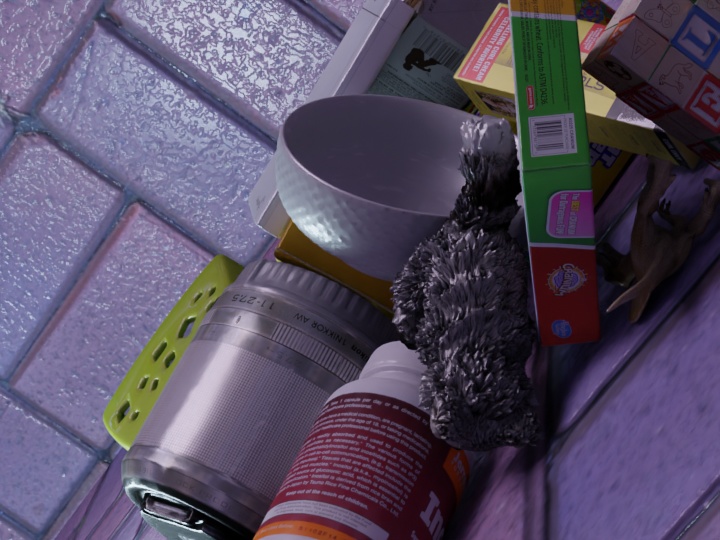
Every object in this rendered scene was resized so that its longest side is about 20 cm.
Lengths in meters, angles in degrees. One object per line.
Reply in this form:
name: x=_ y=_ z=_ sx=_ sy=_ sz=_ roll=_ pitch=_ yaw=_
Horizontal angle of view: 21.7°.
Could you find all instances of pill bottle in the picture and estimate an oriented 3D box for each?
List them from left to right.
pill bottle: x=0.008 y=0.147 z=1.252 sx=0.113 sy=0.113 sz=0.200 roll=-46 pitch=13 yaw=51

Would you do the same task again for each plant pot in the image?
plant pot: x=-0.099 y=0.132 z=1.693 sx=0.199 sy=0.200 sz=0.182 roll=-54 pitch=15 yaw=5

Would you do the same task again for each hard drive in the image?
hard drive: x=-0.025 y=-0.127 z=1.473 sx=0.201 sy=0.027 sz=0.132 roll=-59 pitch=10 yaw=7

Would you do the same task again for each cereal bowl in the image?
cereal bowl: x=0.033 y=-0.049 z=1.336 sx=0.200 sy=0.199 sz=0.084 roll=-70 pitch=-8 yaw=-62

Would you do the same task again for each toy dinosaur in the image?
toy dinosaur: x=0.183 y=-0.014 z=1.147 sx=0.200 sy=0.058 sz=0.102 roll=-56 pitch=-14 yaw=-84

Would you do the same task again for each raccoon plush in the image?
raccoon plush: x=0.068 y=0.019 z=1.185 sx=0.134 sy=0.096 sz=0.201 roll=-101 pitch=2 yaw=-61

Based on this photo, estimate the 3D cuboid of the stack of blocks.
stack of blocks: x=0.243 y=-0.179 z=1.179 sx=0.200 sy=0.115 sz=0.059 roll=-56 pitch=8 yaw=-9

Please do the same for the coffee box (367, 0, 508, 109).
coffee box: x=0.047 y=-0.163 z=1.532 sx=0.200 sy=0.080 sz=0.113 roll=-48 pitch=13 yaw=49

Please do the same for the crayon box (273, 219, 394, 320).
crayon box: x=0.000 y=0.000 z=1.448 sx=0.051 sy=0.127 sz=0.200 roll=-62 pitch=0 yaw=-3

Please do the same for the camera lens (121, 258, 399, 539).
camera lens: x=-0.069 y=0.115 z=1.378 sx=0.201 sy=0.160 sz=0.160 roll=-61 pitch=9 yaw=-20

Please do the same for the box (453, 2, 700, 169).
box: x=0.163 y=-0.132 z=1.316 sx=0.200 sy=0.050 sz=0.075 roll=22 pitch=74 yaw=45

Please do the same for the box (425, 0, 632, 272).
box: x=0.143 y=-0.120 z=1.514 sx=0.200 sy=0.122 sz=0.193 roll=-55 pitch=8 yaw=6

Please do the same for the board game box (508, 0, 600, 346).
board game box: x=0.121 y=-0.069 z=1.167 sx=0.200 sy=0.040 sz=0.154 roll=75 pitch=-168 yaw=-58
